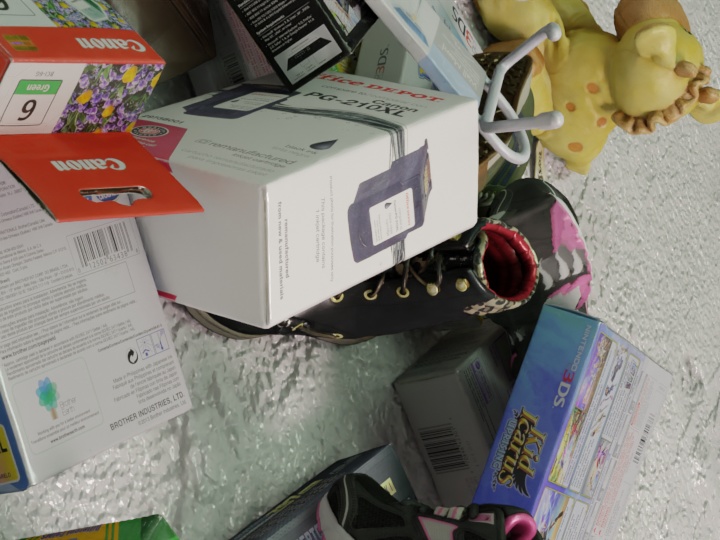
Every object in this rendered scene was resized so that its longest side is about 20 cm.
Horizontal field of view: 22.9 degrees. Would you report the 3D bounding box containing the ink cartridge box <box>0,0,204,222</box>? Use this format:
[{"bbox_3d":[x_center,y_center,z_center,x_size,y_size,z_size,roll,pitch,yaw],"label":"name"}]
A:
[{"bbox_3d":[-0.162,-0.107,0.893,0.200,0.051,0.109,46,29,25],"label":"ink cartridge box"}]

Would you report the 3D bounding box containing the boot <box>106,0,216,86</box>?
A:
[{"bbox_3d":[-0.137,-0.225,1.052,0.200,0.064,0.187,50,56,-28],"label":"boot"}]

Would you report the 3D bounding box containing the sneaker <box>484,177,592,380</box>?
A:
[{"bbox_3d":[0.118,0.001,1.224,0.201,0.080,0.087,79,7,-50],"label":"sneaker"}]

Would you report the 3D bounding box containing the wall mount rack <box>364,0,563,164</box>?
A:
[{"bbox_3d":[0.059,-0.146,1.054,0.200,0.074,0.174,47,24,-16],"label":"wall mount rack"}]

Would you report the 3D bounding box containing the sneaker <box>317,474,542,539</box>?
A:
[{"bbox_3d":[0.061,0.164,1.003,0.080,0.200,0.087,27,96,-49],"label":"sneaker"}]

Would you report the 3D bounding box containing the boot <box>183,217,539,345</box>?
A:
[{"bbox_3d":[0.000,-0.001,1.095,0.203,0.153,0.074,12,70,-52],"label":"boot"}]

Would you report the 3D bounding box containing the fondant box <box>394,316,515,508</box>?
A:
[{"bbox_3d":[0.116,0.102,1.312,0.200,0.058,0.145,-37,108,-52],"label":"fondant box"}]

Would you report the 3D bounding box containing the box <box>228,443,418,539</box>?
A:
[{"bbox_3d":[-0.014,0.216,1.081,0.200,0.051,0.159,-32,99,-55],"label":"box"}]

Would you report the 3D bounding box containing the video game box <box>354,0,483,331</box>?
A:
[{"bbox_3d":[0.050,-0.090,1.270,0.182,0.047,0.201,50,42,-45],"label":"video game box"}]

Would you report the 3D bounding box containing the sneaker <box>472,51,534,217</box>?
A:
[{"bbox_3d":[0.077,-0.067,1.184,0.200,0.067,0.090,-57,148,-53],"label":"sneaker"}]

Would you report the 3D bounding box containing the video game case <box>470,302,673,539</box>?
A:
[{"bbox_3d":[0.132,0.138,1.172,0.181,0.045,0.201,31,79,-63],"label":"video game case"}]

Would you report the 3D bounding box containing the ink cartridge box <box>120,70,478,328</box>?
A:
[{"bbox_3d":[-0.044,-0.049,1.012,0.200,0.144,0.085,-25,122,-49],"label":"ink cartridge box"}]

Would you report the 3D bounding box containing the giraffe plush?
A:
[{"bbox_3d":[0.200,-0.164,1.427,0.172,0.161,0.202,-7,84,-55],"label":"giraffe plush"}]

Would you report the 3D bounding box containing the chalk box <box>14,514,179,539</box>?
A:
[{"bbox_3d":[-0.147,0.233,0.834,0.124,0.124,0.200,58,37,-25],"label":"chalk box"}]

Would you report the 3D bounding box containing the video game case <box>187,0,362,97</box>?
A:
[{"bbox_3d":[-0.068,-0.180,1.176,0.182,0.023,0.201,-35,107,-54],"label":"video game case"}]

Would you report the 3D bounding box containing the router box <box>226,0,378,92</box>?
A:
[{"bbox_3d":[-0.044,-0.208,1.095,0.150,0.051,0.200,56,22,-11],"label":"router box"}]

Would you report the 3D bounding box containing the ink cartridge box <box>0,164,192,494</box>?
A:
[{"bbox_3d":[-0.177,0.000,0.910,0.136,0.076,0.201,-23,99,-56],"label":"ink cartridge box"}]
